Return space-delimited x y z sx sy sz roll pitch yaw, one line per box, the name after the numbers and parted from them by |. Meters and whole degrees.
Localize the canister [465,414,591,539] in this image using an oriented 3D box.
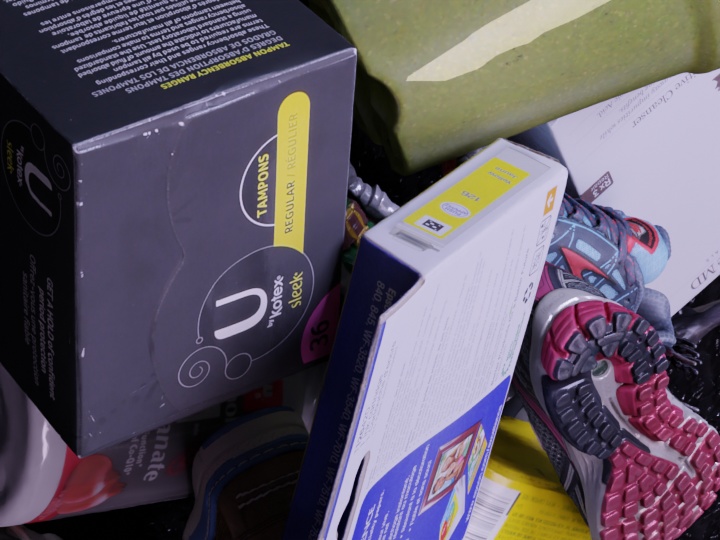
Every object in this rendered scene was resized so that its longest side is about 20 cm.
0.037 0.174 1.280 0.148 0.087 0.201 18 109 -45 | canister

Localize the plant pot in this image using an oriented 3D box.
0.066 -0.141 1.098 0.183 0.201 0.201 -28 139 -4 | plant pot

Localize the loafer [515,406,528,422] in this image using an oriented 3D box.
0.095 0.096 1.401 0.200 0.070 0.070 -49 151 8 | loafer

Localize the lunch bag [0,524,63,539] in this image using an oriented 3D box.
-0.187 0.206 1.190 0.200 0.118 0.164 -44 145 4 | lunch bag

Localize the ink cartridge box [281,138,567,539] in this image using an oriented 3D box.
0.011 0.064 1.021 0.200 0.047 0.199 -31 142 -58 | ink cartridge box

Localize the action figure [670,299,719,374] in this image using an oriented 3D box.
0.254 -0.020 1.417 0.199 0.102 0.119 -35 128 -12 | action figure

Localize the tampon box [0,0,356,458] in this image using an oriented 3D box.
-0.108 -0.057 0.980 0.126 0.200 0.151 -21 135 -28 | tampon box

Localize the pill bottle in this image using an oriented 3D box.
-0.096 0.052 1.152 0.199 0.111 0.111 -6 126 -39 | pill bottle

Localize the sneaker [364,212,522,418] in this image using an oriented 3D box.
0.043 0.014 1.290 0.106 0.075 0.201 -47 142 -21 | sneaker

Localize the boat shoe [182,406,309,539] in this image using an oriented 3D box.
-0.042 0.137 1.150 0.072 0.073 0.200 -22 155 -7 | boat shoe

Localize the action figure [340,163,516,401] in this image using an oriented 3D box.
0.000 0.000 1.149 0.200 0.054 0.118 53 40 -21 | action figure

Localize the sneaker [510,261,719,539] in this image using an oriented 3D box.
0.121 0.068 1.192 0.080 0.075 0.201 -35 136 -11 | sneaker

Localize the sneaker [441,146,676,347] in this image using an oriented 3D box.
0.102 -0.016 1.212 0.095 0.080 0.200 -18 140 13 | sneaker

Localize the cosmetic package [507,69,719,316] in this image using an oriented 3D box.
0.140 -0.069 1.287 0.113 0.081 0.200 -41 140 -7 | cosmetic package
